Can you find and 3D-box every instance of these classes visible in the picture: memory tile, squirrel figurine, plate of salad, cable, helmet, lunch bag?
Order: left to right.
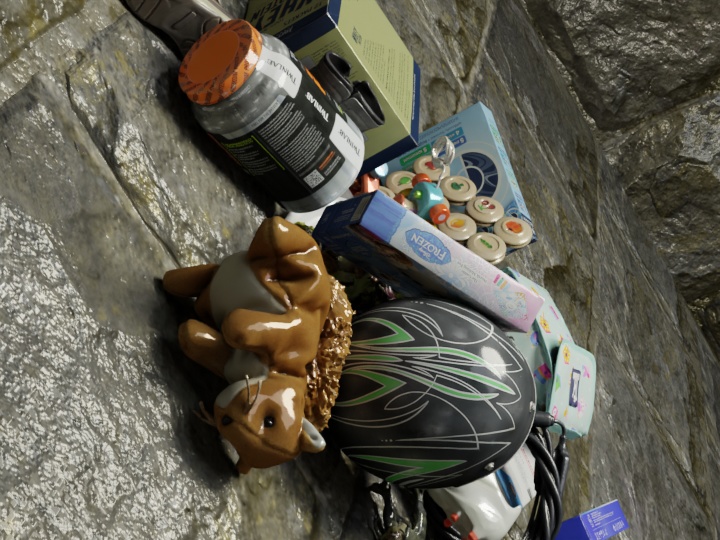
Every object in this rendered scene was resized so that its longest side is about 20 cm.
[{"bbox_3d":[-0.067,0.084,1.241,0.200,0.141,0.188,28,46,-54],"label":"squirrel figurine"},{"bbox_3d":[0.000,0.000,1.548,0.199,0.048,0.202,22,50,-28],"label":"plate of salad"},{"bbox_3d":[0.062,0.117,1.368,0.202,0.199,0.191,65,-23,5],"label":"helmet"},{"bbox_3d":[0.105,-0.069,1.780,0.153,0.017,0.200,-29,54,-32],"label":"memory tile"},{"bbox_3d":[0.146,0.238,1.562,0.162,0.051,0.202,19,74,-10],"label":"cable"},{"bbox_3d":[0.214,0.113,1.767,0.170,0.121,0.201,26,34,-62],"label":"lunch bag"}]

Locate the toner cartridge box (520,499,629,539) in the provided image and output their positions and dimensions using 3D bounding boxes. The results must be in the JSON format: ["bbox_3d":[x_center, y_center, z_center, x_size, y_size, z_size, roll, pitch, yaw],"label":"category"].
[{"bbox_3d":[0.276,0.341,1.832,0.200,0.094,0.044,9,57,-67],"label":"toner cartridge box"}]

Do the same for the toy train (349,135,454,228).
[{"bbox_3d":[0.030,-0.092,1.690,0.055,0.199,0.152,8,78,-34],"label":"toy train"}]

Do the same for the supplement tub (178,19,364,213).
[{"bbox_3d":[-0.093,-0.162,1.485,0.200,0.122,0.123,45,27,-41],"label":"supplement tub"}]

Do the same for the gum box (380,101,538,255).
[{"bbox_3d":[0.123,-0.095,1.871,0.044,0.169,0.202,28,41,-59],"label":"gum box"}]

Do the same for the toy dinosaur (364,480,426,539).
[{"bbox_3d":[0.048,0.258,1.446,0.200,0.047,0.089,27,45,-64],"label":"toy dinosaur"}]

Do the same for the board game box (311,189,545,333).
[{"bbox_3d":[0.062,-0.004,1.428,0.198,0.044,0.200,31,-9,-12],"label":"board game box"}]

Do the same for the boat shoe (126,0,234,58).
[{"bbox_3d":[-0.171,-0.271,1.497,0.200,0.074,0.074,44,28,-45],"label":"boat shoe"}]

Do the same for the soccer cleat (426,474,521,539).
[{"bbox_3d":[0.090,0.204,1.515,0.077,0.069,0.201,-35,84,-27],"label":"soccer cleat"}]

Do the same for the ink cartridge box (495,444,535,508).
[{"bbox_3d":[0.156,0.232,1.698,0.117,0.067,0.200,66,18,6],"label":"ink cartridge box"}]

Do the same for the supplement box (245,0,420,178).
[{"bbox_3d":[-0.034,-0.244,1.713,0.200,0.133,0.201,53,23,-28],"label":"supplement box"}]

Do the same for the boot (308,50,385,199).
[{"bbox_3d":[-0.023,-0.142,1.620,0.200,0.131,0.070,51,23,-31],"label":"boot"}]
